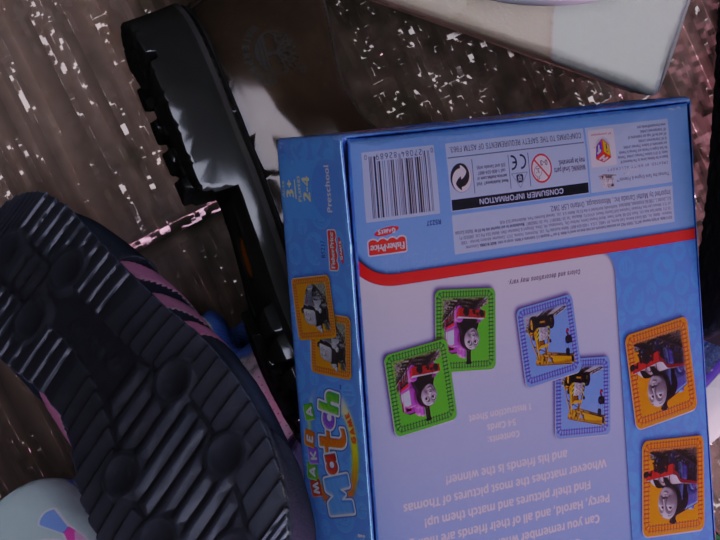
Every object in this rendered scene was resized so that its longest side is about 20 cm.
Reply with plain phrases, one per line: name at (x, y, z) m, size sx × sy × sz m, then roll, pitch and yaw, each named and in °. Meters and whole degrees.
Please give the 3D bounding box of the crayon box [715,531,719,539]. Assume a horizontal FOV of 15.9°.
crayon box at (0.070, 0.176, 0.931) m, size 0.119 × 0.058 × 0.200 m, roll 43°, pitch 90°, yaw -11°

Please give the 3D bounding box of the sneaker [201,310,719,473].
sneaker at (0.040, 0.016, 0.894) m, size 0.199 × 0.081 × 0.147 m, roll -34°, pitch 105°, yaw 4°

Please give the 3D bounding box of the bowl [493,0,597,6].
bowl at (0.064, -0.188, 0.784) m, size 0.199 × 0.090 × 0.203 m, roll 1°, pitch 84°, yaw -13°

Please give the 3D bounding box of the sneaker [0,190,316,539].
sneaker at (-0.056, 0.049, 0.823) m, size 0.070 × 0.200 × 0.082 m, roll -46°, pitch 136°, yaw 8°

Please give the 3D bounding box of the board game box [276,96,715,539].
board game box at (0.048, 0.052, 0.806) m, size 0.150 × 0.036 × 0.202 m, roll -8°, pitch 96°, yaw -40°

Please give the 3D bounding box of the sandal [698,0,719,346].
sandal at (0.150, -0.067, 0.882) m, size 0.045 × 0.075 × 0.202 m, roll 13°, pitch 73°, yaw -10°

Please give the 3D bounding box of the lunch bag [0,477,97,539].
lunch bag at (-0.106, 0.172, 0.856) m, size 0.077 × 0.160 × 0.201 m, roll 35°, pitch 96°, yaw 33°

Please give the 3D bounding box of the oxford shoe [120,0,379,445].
oxford shoe at (0.000, 0.000, 0.823) m, size 0.084 × 0.073 × 0.201 m, roll -24°, pitch 101°, yaw -13°

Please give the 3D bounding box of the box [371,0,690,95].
box at (0.012, -0.129, 0.866) m, size 0.199 × 0.095 × 0.078 m, roll 19°, pitch 95°, yaw -8°
